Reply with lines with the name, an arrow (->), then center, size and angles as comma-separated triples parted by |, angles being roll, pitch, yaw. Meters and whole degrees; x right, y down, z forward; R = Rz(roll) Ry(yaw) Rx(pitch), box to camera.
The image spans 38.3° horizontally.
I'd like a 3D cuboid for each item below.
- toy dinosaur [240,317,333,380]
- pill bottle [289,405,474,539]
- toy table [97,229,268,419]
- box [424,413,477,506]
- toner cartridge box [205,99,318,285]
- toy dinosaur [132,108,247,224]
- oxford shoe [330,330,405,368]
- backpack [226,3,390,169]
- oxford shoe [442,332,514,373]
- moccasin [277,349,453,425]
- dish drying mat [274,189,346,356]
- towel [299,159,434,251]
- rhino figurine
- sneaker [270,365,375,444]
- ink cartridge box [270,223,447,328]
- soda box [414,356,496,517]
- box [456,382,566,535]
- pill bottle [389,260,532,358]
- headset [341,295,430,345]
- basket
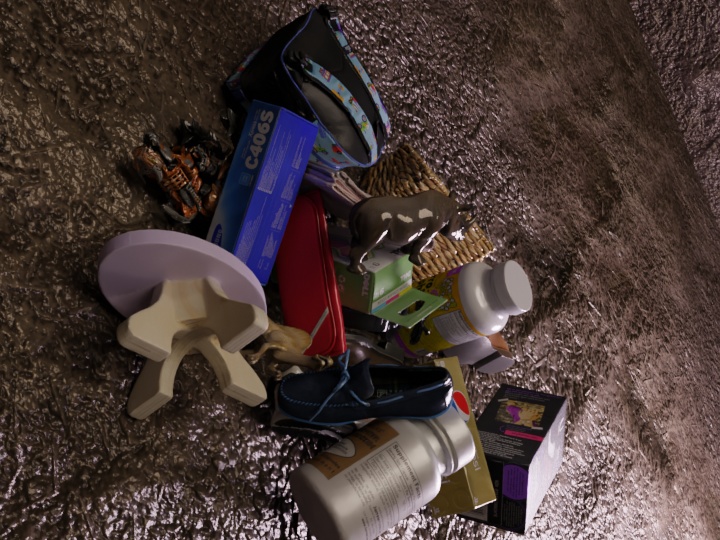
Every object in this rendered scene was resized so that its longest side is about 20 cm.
toy dinosaur -> -0.109, 0.078, 1.194 | 0.101, 0.200, 0.058 | -14, 127, -32
pill bottle -> 0.028, 0.231, 1.198 | 0.200, 0.114, 0.114 | -28, 97, -24
toy table -> -0.173, 0.057, 1.044 | 0.200, 0.184, 0.117 | 21, 38, -35
box -> 0.101, 0.230, 1.452 | 0.110, 0.035, 0.200 | 63, 33, -9
toner cartridge box -> -0.116, -0.087, 1.197 | 0.095, 0.043, 0.200 | 17, 92, -63
toy dinosaur -> -0.182, -0.106, 1.202 | 0.200, 0.102, 0.136 | 61, 38, -62
oxford shoe -> -0.018, 0.121, 1.310 | 0.200, 0.073, 0.085 | 21, 71, -41
backpack -> -0.056, -0.222, 1.380 | 0.200, 0.134, 0.183 | 52, 35, -23
oxford shoe -> 0.170, 0.103, 1.602 | 0.200, 0.071, 0.071 | 32, 37, -56
moccasin -> 0.005, 0.125, 1.174 | 0.068, 0.200, 0.081 | 95, -12, -47
dish drying mat -> -0.066, 0.008, 1.237 | 0.018, 0.077, 0.200 | 11, 67, -62
towel -> -0.024, -0.095, 1.325 | 0.191, 0.200, 0.032 | 33, 86, -40
rhino figurine -> 0.066, -0.054, 1.238 | 0.200, 0.060, 0.088 | -10, 119, -33
sneaker -> -0.028, 0.167, 1.266 | 0.200, 0.074, 0.080 | 26, 50, -47
ink cartridge box -> 0.000, 0.000, 1.282 | 0.104, 0.200, 0.059 | -29, 131, -54
soda box -> 0.113, 0.220, 1.380 | 0.064, 0.068, 0.200 | -2, 74, -56
box -> 0.220, 0.268, 1.504 | 0.200, 0.106, 0.122 | -39, 135, -56
pill bottle -> 0.135, 0.050, 1.448 | 0.104, 0.200, 0.104 | 32, 47, -43
headset -> 0.013, 0.056, 1.350 | 0.200, 0.123, 0.094 | 1, 111, -40
basket -> 0.077, -0.071, 1.560 | 0.200, 0.149, 0.143 | 45, 7, -32
